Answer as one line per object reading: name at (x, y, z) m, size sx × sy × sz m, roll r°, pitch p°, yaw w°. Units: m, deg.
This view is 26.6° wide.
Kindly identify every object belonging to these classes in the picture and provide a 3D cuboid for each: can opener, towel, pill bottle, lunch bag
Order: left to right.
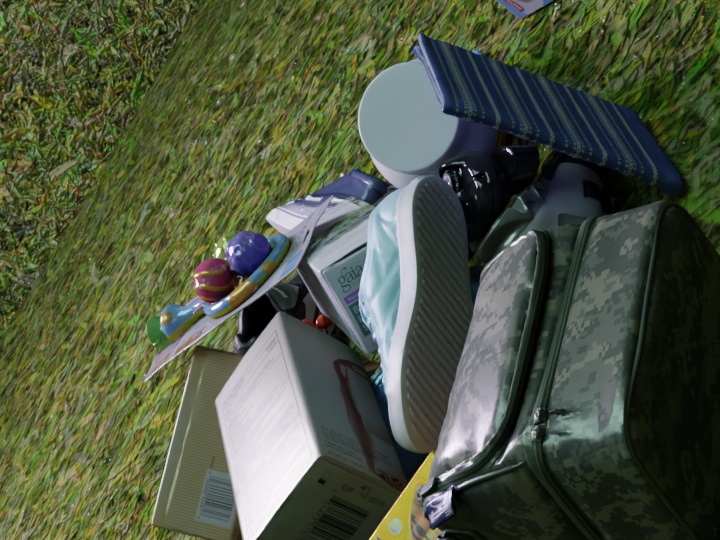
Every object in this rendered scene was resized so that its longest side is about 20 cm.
pill bottle at (0.071, -0.113, 1.264) m, size 0.114 × 0.113 × 0.200 m, roll -54°, pitch -18°, yaw 11°
can opener at (0.080, -0.034, 1.200) m, size 0.200 × 0.077 × 0.064 m, roll 122°, pitch 145°, yaw -60°
towel at (0.138, -0.115, 1.140) m, size 0.145 × 0.198 × 0.024 m, roll -105°, pitch 35°, yaw -61°
lunch bag at (0.129, 0.074, 0.918) m, size 0.166 × 0.139 × 0.202 m, roll -14°, pitch 46°, yaw 38°

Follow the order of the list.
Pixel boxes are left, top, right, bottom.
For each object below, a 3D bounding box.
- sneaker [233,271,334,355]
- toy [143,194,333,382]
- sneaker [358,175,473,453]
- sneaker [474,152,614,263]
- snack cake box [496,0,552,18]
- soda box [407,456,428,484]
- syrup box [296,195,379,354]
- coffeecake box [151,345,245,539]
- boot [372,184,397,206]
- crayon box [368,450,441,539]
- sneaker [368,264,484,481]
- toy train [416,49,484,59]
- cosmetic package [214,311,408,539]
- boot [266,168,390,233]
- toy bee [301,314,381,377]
sneaker at (-0.074, 0.042, 1.527) m, size 0.066 × 0.091 × 0.201 m, roll 4°, pitch 40°, yaw 24°
toy at (-0.116, 0.005, 1.285) m, size 0.200 × 0.047 × 0.116 m, roll -39°, pitch 17°, yaw 34°
sneaker at (0.036, 0.037, 1.109) m, size 0.082 × 0.073 × 0.203 m, roll -21°, pitch 58°, yaw 50°
sneaker at (0.160, -0.033, 1.167) m, size 0.200 × 0.088 × 0.074 m, roll -45°, pitch -11°, yaw -53°
snack cake box at (0.123, -0.361, 1.519) m, size 0.067 × 0.199 × 0.116 m, roll -20°, pitch 42°, yaw 58°
soda box at (0.053, 0.193, 1.090) m, size 0.201 × 0.063 × 0.070 m, roll -52°, pitch 21°, yaw 17°
syrup box at (0.000, 0.000, 1.256) m, size 0.078 × 0.082 × 0.200 m, roll -31°, pitch 14°, yaw -6°
coffeecake box at (-0.116, 0.162, 1.352) m, size 0.200 × 0.072 × 0.156 m, roll 74°, pitch -151°, yaw -78°
boot at (0.025, -0.032, 1.468) m, size 0.132 × 0.070 × 0.200 m, roll -52°, pitch 0°, yaw -22°
crayon box at (0.059, 0.210, 0.984) m, size 0.126 × 0.051 × 0.201 m, roll 40°, pitch 99°, yaw 35°
sneaker at (0.064, 0.090, 1.197) m, size 0.201 × 0.078 × 0.090 m, roll -58°, pitch 23°, yaw 1°
toy train at (0.095, -0.149, 1.461) m, size 0.116 × 0.086 × 0.200 m, roll -66°, pitch 22°, yaw 4°
cosmetic package at (-0.040, 0.134, 1.151) m, size 0.104 × 0.087 × 0.201 m, roll -53°, pitch 26°, yaw 19°
boot at (-0.030, -0.064, 1.664) m, size 0.091 × 0.073 × 0.199 m, roll -54°, pitch 27°, yaw -9°
toy bee at (-0.026, 0.096, 1.324) m, size 0.130 × 0.110 × 0.199 m, roll -18°, pitch 5°, yaw -44°
